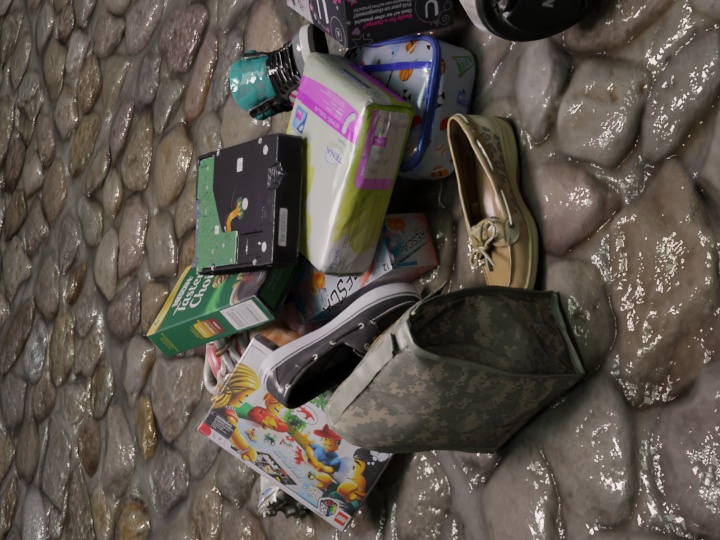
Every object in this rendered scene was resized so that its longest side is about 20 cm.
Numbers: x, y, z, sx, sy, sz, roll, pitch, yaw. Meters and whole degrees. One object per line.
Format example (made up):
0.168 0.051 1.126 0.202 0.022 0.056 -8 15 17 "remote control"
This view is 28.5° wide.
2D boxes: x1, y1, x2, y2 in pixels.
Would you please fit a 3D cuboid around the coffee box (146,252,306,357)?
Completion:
-0.154 0.025 1.650 0.199 0.044 0.123 -19 34 43 "coffee box"

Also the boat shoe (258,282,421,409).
-0.011 0.084 1.503 0.066 0.199 0.070 48 157 42 "boat shoe"

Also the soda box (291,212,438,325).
0.000 0.000 1.584 0.200 0.068 0.064 -33 68 51 "soda box"

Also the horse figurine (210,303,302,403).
-0.121 0.076 1.651 0.132 0.050 0.201 -34 35 14 "horse figurine"

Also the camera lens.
0.142 -0.328 1.330 0.160 0.159 0.201 -57 43 36 "camera lens"

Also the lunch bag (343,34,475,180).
0.039 -0.181 1.549 0.199 0.075 0.162 9 92 56 "lunch bag"

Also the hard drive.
-0.126 -0.069 1.564 0.199 0.038 0.141 -7 79 57 "hard drive"

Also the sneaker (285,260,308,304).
-0.096 -0.026 1.733 0.200 0.074 0.089 -54 46 38 "sneaker"

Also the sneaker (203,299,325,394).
-0.125 0.097 1.736 0.200 0.104 0.076 -48 47 41 "sneaker"

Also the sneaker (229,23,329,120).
-0.093 -0.228 1.629 0.200 0.119 0.085 69 -166 -79 "sneaker"

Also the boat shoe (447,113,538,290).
0.126 -0.060 1.409 0.073 0.062 0.202 -35 58 48 "boat shoe"

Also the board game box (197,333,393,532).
-0.065 0.178 1.560 0.199 0.035 0.127 33 103 6 "board game box"

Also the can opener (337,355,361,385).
0.001 0.104 1.577 0.199 0.063 0.079 9 93 57 "can opener"

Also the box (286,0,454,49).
0.001 -0.326 1.526 0.200 0.131 0.116 -135 33 -58 "box"

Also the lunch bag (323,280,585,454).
0.078 0.093 1.338 0.164 0.198 0.118 -49 48 43 "lunch bag"

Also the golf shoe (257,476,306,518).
-0.067 0.214 1.662 0.200 0.078 0.098 -42 46 44 "golf shoe"

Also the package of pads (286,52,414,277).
-0.024 -0.111 1.505 0.154 0.068 0.202 43 124 49 "package of pads"
